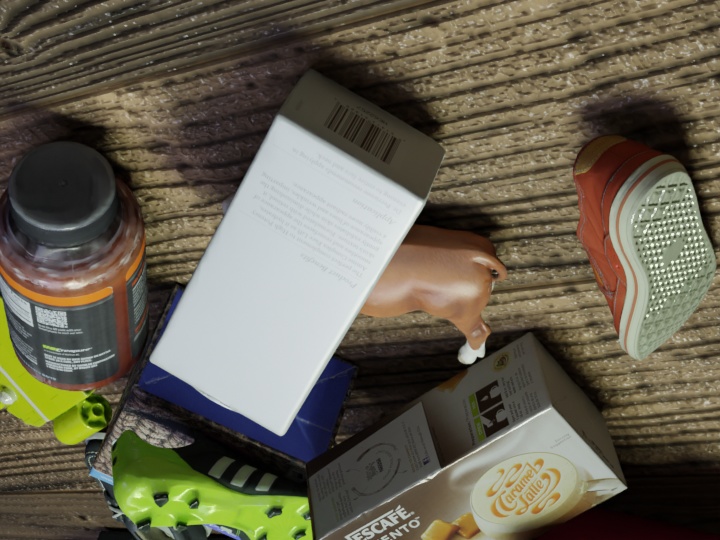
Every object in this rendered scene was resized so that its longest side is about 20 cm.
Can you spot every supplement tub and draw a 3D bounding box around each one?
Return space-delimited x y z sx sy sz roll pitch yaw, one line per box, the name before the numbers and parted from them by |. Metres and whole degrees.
supplement tub | -0.202 -0.004 1.068 0.106 0.107 0.200 18 148 4

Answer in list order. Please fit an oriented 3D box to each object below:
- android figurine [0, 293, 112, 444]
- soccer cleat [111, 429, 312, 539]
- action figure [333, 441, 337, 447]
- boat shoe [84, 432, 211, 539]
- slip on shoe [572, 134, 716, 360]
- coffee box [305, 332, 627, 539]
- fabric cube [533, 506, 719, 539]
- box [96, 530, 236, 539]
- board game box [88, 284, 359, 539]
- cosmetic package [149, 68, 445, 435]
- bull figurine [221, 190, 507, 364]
android figurine | -0.280 0.066 1.250 0.182 0.041 0.200 51 142 -9
soccer cleat | -0.093 0.160 1.118 0.199 0.081 0.068 19 121 -35
action figure | 0.048 0.198 1.236 0.102 0.120 0.200 6 157 40
boat shoe | -0.208 0.228 1.476 0.075 0.061 0.200 -4 142 34
slip on shoe | 0.164 -0.013 0.893 0.061 0.074 0.200 44 170 33
coffee box | 0.072 0.147 1.087 0.199 0.080 0.114 -31 127 16
fabric cube | 0.190 0.303 1.144 0.195 0.202 0.199 12 -168 5
box | -0.196 0.356 1.610 0.199 0.123 0.106 -3 143 34
board game box | -0.114 0.123 1.222 0.159 0.097 0.200 24 149 -7
cosmetic package | -0.040 -0.008 0.918 0.101 0.074 0.200 31 123 -3
bull figurine | 0.000 0.000 0.999 0.199 0.065 0.122 12 152 17
